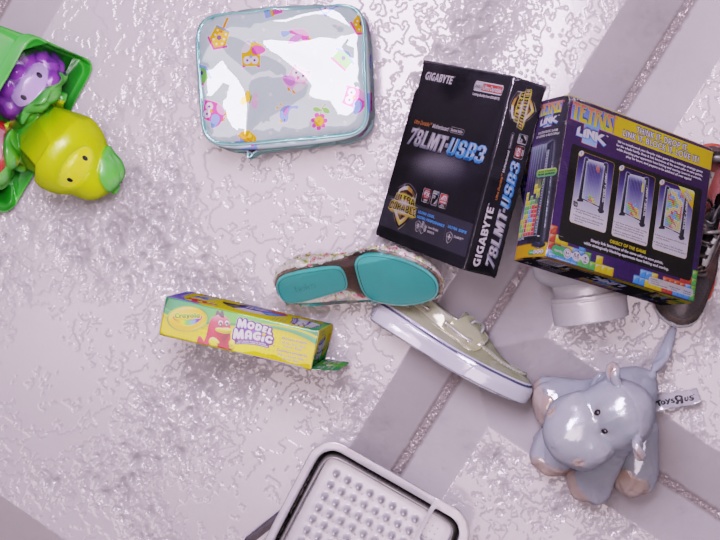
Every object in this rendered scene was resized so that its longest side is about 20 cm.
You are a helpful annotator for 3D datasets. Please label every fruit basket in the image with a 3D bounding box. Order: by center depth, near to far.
[{"bbox_3d":[-0.362,-0.150,1.732,0.213,0.155,0.219,-3,82,22],"label":"fruit basket"}]

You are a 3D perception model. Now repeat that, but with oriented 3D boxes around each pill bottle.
[{"bbox_3d":[0.231,-0.047,1.671,0.109,0.111,0.203,-8,92,7],"label":"pill bottle"}]

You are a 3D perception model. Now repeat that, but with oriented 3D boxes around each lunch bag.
[{"bbox_3d":[-0.084,-0.206,1.720,0.197,0.077,0.163,-4,94,7],"label":"lunch bag"}]

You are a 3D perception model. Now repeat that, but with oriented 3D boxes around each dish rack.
[{"bbox_3d":[0.006,0.299,1.735,0.198,0.044,0.173,29,96,4],"label":"dish rack"}]

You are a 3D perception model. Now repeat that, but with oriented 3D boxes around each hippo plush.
[{"bbox_3d":[0.270,0.173,1.652,0.198,0.161,0.161,-20,90,8],"label":"hippo plush"}]

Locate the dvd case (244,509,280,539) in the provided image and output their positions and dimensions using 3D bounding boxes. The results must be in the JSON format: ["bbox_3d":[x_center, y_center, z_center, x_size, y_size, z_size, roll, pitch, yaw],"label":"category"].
[{"bbox_3d":[-0.016,0.338,1.769,0.148,0.016,0.201,-38,88,8],"label":"dvd case"}]

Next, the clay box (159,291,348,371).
[{"bbox_3d":[-0.110,0.067,1.718,0.197,0.115,0.048,12,93,6],"label":"clay box"}]

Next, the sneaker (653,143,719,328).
[{"bbox_3d":[0.353,-0.038,1.671,0.076,0.082,0.203,10,93,5],"label":"sneaker"}]

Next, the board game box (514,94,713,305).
[{"bbox_3d":[0.259,-0.068,1.592,0.198,0.056,0.168,16,77,-29],"label":"board game box"}]

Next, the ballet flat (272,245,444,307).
[{"bbox_3d":[0.000,0.000,1.710,0.197,0.064,0.077,0,117,18],"label":"ballet flat"}]

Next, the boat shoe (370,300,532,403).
[{"bbox_3d":[0.105,0.076,1.714,0.198,0.072,0.063,30,92,7],"label":"boat shoe"}]

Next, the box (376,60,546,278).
[{"bbox_3d":[0.102,-0.112,1.647,0.049,0.200,0.201,11,97,-28],"label":"box"}]
